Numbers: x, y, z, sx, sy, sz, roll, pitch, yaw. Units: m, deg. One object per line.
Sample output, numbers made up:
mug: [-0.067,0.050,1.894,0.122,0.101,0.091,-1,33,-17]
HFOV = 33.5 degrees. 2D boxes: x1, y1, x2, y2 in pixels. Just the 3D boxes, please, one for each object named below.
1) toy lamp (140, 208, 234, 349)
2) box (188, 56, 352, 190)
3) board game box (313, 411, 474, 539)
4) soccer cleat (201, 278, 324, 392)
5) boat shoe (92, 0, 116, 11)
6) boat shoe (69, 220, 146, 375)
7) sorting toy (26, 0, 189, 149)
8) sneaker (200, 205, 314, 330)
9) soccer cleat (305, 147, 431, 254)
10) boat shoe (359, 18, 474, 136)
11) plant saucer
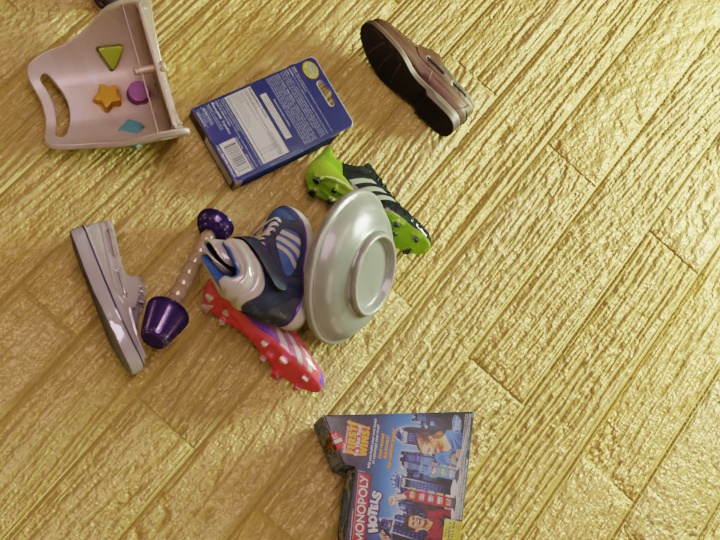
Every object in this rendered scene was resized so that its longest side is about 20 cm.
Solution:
toy lamp: [-0.218,0.012,1.495,0.058,0.058,0.201,29,52,-5]
box: [-0.119,-0.204,1.637,0.199,0.032,0.122,-28,81,-22]
board game box: [0.032,0.258,1.501,0.197,0.062,0.202,14,67,-11]
soccer cleat: [-0.114,0.072,1.524,0.199,0.067,0.077,40,60,3]
boat shoe: [-0.354,-0.452,1.641,0.066,0.057,0.202,-9,74,-20]
boat shoe: [-0.296,0.028,1.476,0.065,0.074,0.202,-20,79,-18]
sorting toy: [-0.333,-0.232,1.551,0.178,0.107,0.202,-14,76,-14]
sneaker: [-0.133,-0.029,1.494,0.146,0.080,0.202,31,37,-35]
soccer cleat: [0.019,-0.097,1.626,0.199,0.068,0.081,33,52,-3]
boat shoe: [0.081,-0.285,1.713,0.068,0.072,0.201,-43,97,-29]
plant saucer: [0.000,0.000,1.513,0.050,0.201,0.202,14,61,27]
